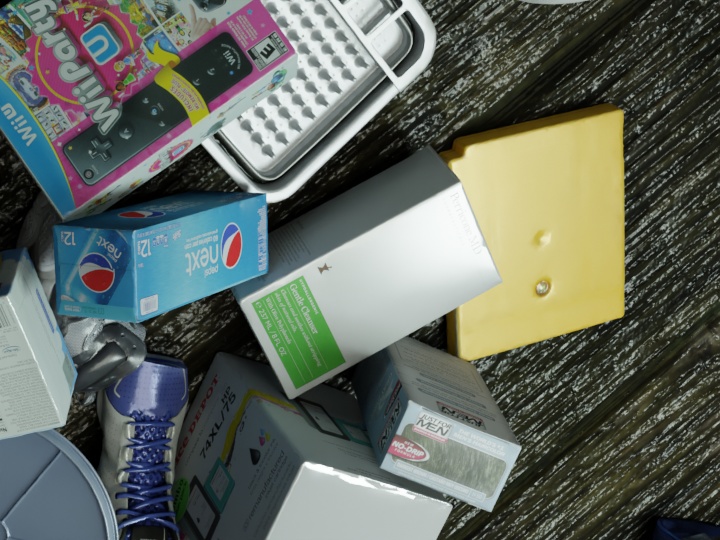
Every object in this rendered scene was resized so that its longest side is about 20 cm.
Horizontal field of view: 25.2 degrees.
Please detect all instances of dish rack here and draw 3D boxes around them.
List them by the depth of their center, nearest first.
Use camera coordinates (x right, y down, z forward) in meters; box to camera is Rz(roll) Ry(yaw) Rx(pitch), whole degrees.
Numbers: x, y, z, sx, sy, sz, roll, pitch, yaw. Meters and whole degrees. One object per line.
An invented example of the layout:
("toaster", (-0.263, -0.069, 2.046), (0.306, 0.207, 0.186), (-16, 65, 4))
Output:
("dish rack", (-0.055, -0.170, 1.235), (0.200, 0.044, 0.172), (-44, 124, -4))

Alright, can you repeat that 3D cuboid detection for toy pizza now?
("toy pizza", (-0.277, 0.196, 1.238), (0.198, 0.032, 0.202), (3, 106, 11))

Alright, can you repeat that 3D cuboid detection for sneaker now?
("sneaker", (-0.206, 0.012, 1.220), (0.113, 0.076, 0.201), (18, 108, -32))
("sneaker", (-0.172, 0.172, 1.280), (0.080, 0.115, 0.201), (9, 107, -30))

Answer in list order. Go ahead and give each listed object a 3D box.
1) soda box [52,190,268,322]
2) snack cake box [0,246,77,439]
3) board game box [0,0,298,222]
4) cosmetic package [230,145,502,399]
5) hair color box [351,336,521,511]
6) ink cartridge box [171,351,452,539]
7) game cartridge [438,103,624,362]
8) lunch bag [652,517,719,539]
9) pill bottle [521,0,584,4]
("soda box", (-0.139, -0.014, 1.163), (0.200, 0.067, 0.065), (-22, 113, -65))
("snack cake box", (-0.315, 0.067, 1.144), (0.198, 0.067, 0.116), (-12, 121, 7))
("board game box", (-0.165, -0.147, 1.132), (0.199, 0.064, 0.148), (-36, 88, -5))
("cosmetic package", (0.000, 0.000, 1.298), (0.199, 0.085, 0.108), (-29, 119, -3))
("hair color box", (0.057, 0.115, 1.308), (0.098, 0.200, 0.061), (23, 101, -12))
("ink cartridge box", (-0.054, 0.186, 1.295), (0.145, 0.200, 0.148), (21, 101, -31))
("game cartridge", (0.151, -0.033, 1.410), (0.175, 0.032, 0.202), (-14, 115, -21))
("lunch bag", (0.376, 0.327, 1.614), (0.198, 0.136, 0.133), (13, 105, -31))
("pill bottle", (0.151, -0.317, 1.233), (0.113, 0.114, 0.202), (-19, 119, -18))
